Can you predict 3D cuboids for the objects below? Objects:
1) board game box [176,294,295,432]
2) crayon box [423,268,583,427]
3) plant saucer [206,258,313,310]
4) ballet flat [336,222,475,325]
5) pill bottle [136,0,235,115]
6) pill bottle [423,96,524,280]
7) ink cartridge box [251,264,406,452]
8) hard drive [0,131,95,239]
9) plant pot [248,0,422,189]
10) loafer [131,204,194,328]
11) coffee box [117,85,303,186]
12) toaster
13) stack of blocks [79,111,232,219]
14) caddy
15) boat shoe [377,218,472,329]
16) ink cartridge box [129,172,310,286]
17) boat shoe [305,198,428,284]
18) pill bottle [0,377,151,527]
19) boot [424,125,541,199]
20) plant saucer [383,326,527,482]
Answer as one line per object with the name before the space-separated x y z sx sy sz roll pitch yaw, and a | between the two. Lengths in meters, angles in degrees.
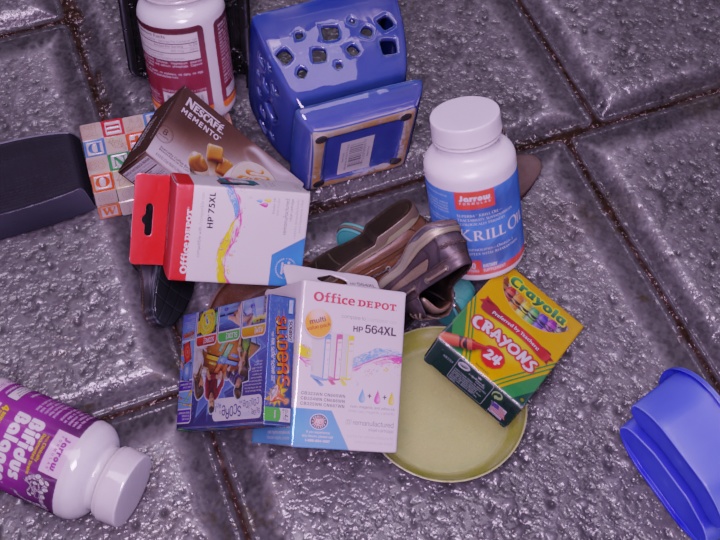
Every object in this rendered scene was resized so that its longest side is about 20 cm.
board game box | -0.141 0.107 1.191 0.034 0.199 0.137 10 76 -35
crayon box | 0.181 0.076 1.294 0.127 0.051 0.200 39 48 8
plant saucer | -0.091 0.077 1.321 0.198 0.037 0.202 2 58 -3
ballet flat | 0.062 -0.006 1.370 0.199 0.068 0.070 35 50 13
pill bottle | -0.226 -0.301 1.388 0.113 0.201 0.115 -1 40 1
pill bottle | 0.133 -0.098 1.284 0.111 0.201 0.113 -8 36 6
ink cartridge box | -0.035 0.096 1.200 0.127 0.125 0.202 7 81 -24
hard drive | -0.455 -0.110 1.405 0.198 0.042 0.136 -16 60 -8
plant pot | -0.029 -0.229 1.428 0.198 0.200 0.181 -16 67 -13
loafer | -0.253 -0.011 1.356 0.072 0.073 0.201 -18 48 24
coffee box | -0.184 -0.116 1.351 0.200 0.079 0.115 39 54 -22
toaster | -0.237 -0.358 1.501 0.179 0.201 0.119 -2 46 -4
stack of blocks | -0.262 -0.151 1.439 0.198 0.059 0.116 -14 60 -12
caddy | 0.384 0.204 1.207 0.104 0.142 0.201 -26 64 -15
boat shoe | 0.069 0.025 1.262 0.074 0.201 0.074 -13 60 -29
ink cartridge box | -0.167 -0.048 1.271 0.198 0.117 0.067 3 15 -17
boat shoe | 0.000 0.000 1.300 0.199 0.068 0.072 -33 27 7
pill bottle | -0.335 0.203 1.183 0.198 0.113 0.113 21 59 10
boot | 0.168 -0.139 1.405 0.199 0.147 0.070 -32 62 -22
plant saucer | 0.097 0.161 1.282 0.198 0.031 0.202 2 57 -3
